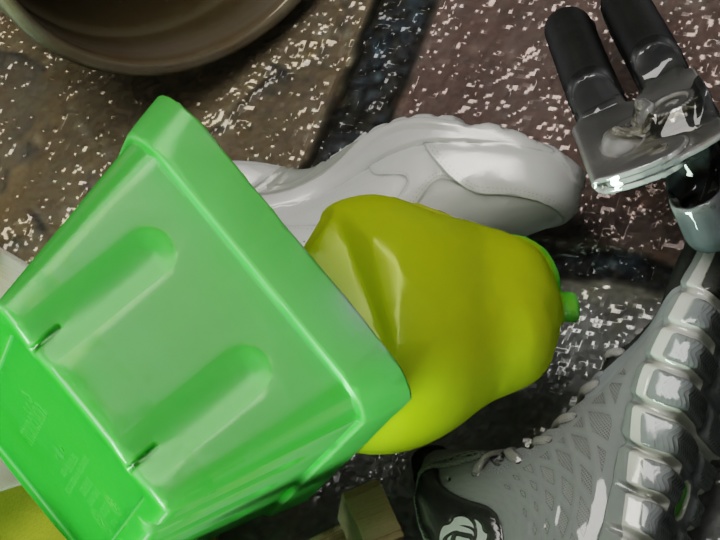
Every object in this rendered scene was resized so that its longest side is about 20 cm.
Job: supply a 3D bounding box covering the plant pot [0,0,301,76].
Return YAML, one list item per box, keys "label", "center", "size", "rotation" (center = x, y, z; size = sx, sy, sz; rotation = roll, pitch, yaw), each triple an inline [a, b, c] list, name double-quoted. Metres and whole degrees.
- label: "plant pot"
  center: [-0.122, -0.206, 1.198]
  size: [0.200, 0.200, 0.174]
  rotation: [-46, 38, -8]

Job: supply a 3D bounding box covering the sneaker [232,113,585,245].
- label: "sneaker"
  center: [0.000, 0.000, 1.087]
  size: [0.200, 0.078, 0.099]
  rotation: [-13, 64, 25]

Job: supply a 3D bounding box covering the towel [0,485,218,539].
- label: "towel"
  center: [-0.153, 0.118, 1.107]
  size: [0.200, 0.018, 0.086]
  rotation: [3, 68, 23]

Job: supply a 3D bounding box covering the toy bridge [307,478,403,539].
- label: "toy bridge"
  center: [-0.075, 0.135, 1.020]
  size: [0.200, 0.067, 0.027]
  rotation: [-20, 69, -13]

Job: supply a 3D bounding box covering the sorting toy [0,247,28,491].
- label: "sorting toy"
  center: [-0.226, 0.061, 1.107]
  size: [0.200, 0.107, 0.180]
  rotation: [18, 71, 34]

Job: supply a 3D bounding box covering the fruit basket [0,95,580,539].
- label: "fruit basket"
  center: [-0.030, 0.017, 0.979]
  size: [0.216, 0.216, 0.156]
  rotation: [-39, 86, -4]

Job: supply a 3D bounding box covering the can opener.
- label: "can opener"
  center: [0.111, -0.058, 1.044]
  size: [0.053, 0.067, 0.200]
  rotation: [-25, 18, 7]

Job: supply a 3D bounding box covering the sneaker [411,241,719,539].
- label: "sneaker"
  center: [0.078, 0.060, 1.012]
  size: [0.115, 0.075, 0.200]
  rotation: [9, 66, 29]
